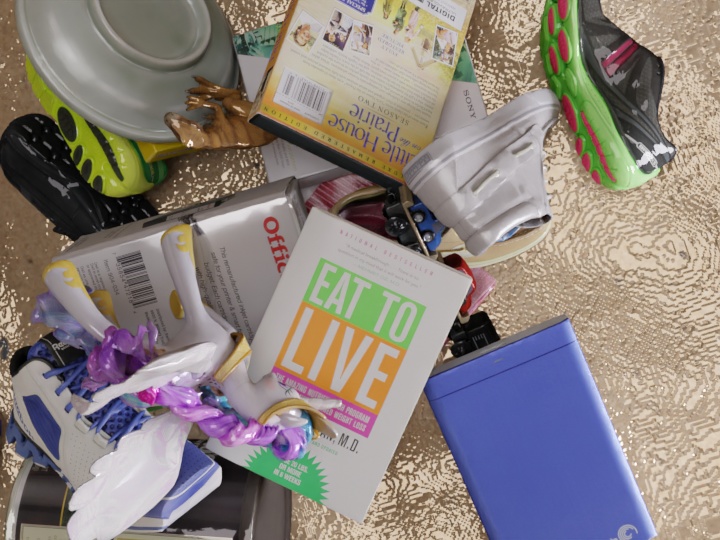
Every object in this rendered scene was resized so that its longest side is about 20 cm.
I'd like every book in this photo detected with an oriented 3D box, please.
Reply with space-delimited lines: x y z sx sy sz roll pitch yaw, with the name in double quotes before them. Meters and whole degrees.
"book" -0.017 0.070 0.712 0.133 0.048 0.201 24 95 3

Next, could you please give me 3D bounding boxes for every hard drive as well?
"hard drive" 0.148 0.154 0.783 0.131 0.025 0.201 -23 98 6

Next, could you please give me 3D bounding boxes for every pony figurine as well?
"pony figurine" -0.132 0.069 0.632 0.200 0.193 0.167 45 133 25

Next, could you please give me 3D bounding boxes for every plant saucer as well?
"plant saucer" -0.182 -0.207 0.788 0.050 0.200 0.201 -30 82 49

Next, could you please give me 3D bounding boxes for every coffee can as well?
"coffee can" -0.169 0.212 0.784 0.199 0.146 0.147 1 88 8

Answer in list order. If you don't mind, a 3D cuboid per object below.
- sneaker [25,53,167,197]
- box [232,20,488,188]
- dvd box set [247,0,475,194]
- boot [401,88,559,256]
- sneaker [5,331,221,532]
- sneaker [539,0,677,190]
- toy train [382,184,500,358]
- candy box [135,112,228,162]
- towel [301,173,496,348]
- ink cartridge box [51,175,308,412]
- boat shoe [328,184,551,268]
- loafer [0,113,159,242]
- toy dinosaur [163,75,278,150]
"sneaker" -0.236 -0.154 0.844 0.074 0.083 0.201 -29 79 26
"box" 0.000 -0.163 0.825 0.199 0.036 0.145 -16 81 3
"dvd box set" 0.008 -0.178 0.750 0.146 0.029 0.201 23 74 -21
"boot" 0.120 -0.076 0.751 0.096 0.200 0.074 53 138 5
"sneaker" -0.203 0.107 0.704 0.199 0.080 0.116 20 127 29
"sneaker" 0.209 -0.168 0.795 0.083 0.077 0.201 -16 88 -12
"toy train" 0.071 0.011 0.765 0.046 0.034 0.200 -23 121 11
"candy box" -0.186 -0.197 0.832 0.026 0.102 0.201 -31 83 45
"towel" 0.000 0.000 0.834 0.200 0.023 0.144 41 92 7
"ink cartridge box" -0.128 0.022 0.778 0.199 0.084 0.146 -15 104 6
"boat shoe" 0.068 -0.042 0.788 0.199 0.066 0.074 -8 76 -5
"loafer" -0.246 -0.055 0.853 0.200 0.068 0.070 44 132 -2
"toy dinosaur" -0.085 -0.119 0.771 0.106 0.199 0.061 29 125 35
